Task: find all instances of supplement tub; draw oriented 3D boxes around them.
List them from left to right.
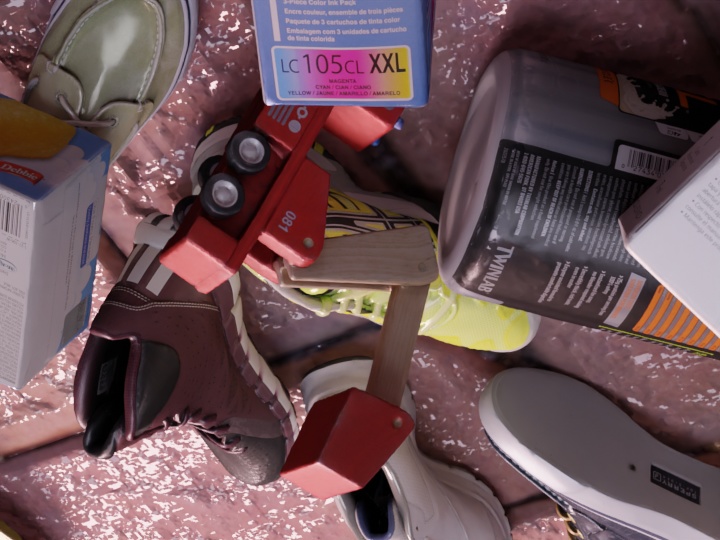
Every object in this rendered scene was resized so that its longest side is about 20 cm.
[{"bbox_3d":[0.146,-0.026,0.992,0.200,0.123,0.123,14,132,-7],"label":"supplement tub"}]

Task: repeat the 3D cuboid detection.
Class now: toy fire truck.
[{"bbox_3d":[-0.014,-0.010,0.971,0.141,0.200,0.049,35,156,-13],"label":"toy fire truck"}]

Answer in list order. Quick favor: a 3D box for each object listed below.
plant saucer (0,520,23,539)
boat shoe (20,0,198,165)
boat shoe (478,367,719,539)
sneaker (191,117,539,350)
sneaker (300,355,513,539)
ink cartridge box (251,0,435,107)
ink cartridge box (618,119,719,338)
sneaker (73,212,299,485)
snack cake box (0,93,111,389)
[{"bbox_3d":[-0.285,0.195,1.303,0.200,0.031,0.200,3,133,3],"label":"plant saucer"},{"bbox_3d":[-0.134,-0.076,1.018,0.072,0.062,0.200,22,131,-13],"label":"boat shoe"},{"bbox_3d":[0.136,0.132,1.172,0.200,0.071,0.091,29,135,-15],"label":"boat shoe"},{"bbox_3d":[0.000,0.000,1.052,0.200,0.076,0.075,24,130,-15],"label":"sneaker"},{"bbox_3d":[0.024,0.139,1.180,0.074,0.087,0.200,-24,127,23],"label":"sneaker"},{"bbox_3d":[-0.009,-0.185,0.855,0.076,0.137,0.200,-2,132,6],"label":"ink cartridge box"},{"bbox_3d":[0.244,-0.010,0.903,0.200,0.045,0.176,42,106,-11],"label":"ink cartridge box"},{"bbox_3d":[-0.103,0.073,1.101,0.076,0.116,0.200,12,141,31],"label":"sneaker"},{"bbox_3d":[-0.227,-0.039,1.005,0.200,0.067,0.115,24,128,15],"label":"snack cake box"}]
